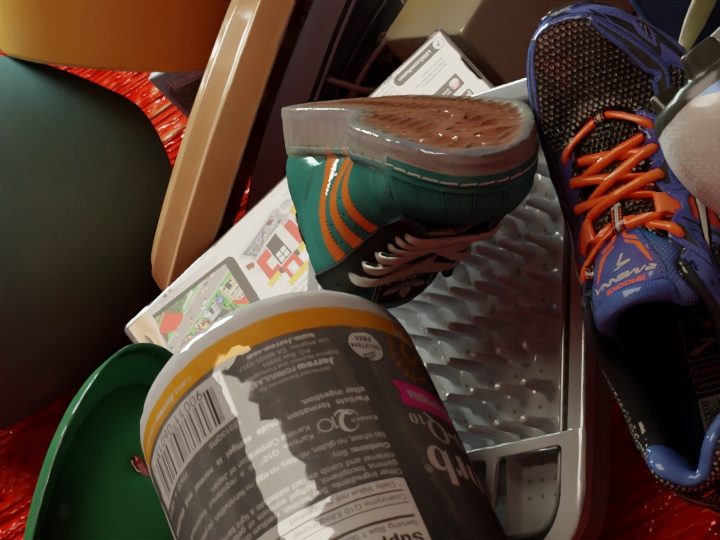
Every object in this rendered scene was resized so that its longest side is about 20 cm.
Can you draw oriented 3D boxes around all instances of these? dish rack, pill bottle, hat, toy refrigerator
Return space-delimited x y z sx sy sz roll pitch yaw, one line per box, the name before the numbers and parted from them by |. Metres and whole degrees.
dish rack | 0.044 0.032 1.102 0.171 0.043 0.201 -15 68 49
pill bottle | -0.002 0.114 1.006 0.116 0.116 0.201 -38 50 15
hat | -0.029 0.140 1.110 0.175 0.166 0.201 8 83 22
toy refrigerator | 0.099 -0.164 1.322 0.070 0.076 0.201 2 54 54

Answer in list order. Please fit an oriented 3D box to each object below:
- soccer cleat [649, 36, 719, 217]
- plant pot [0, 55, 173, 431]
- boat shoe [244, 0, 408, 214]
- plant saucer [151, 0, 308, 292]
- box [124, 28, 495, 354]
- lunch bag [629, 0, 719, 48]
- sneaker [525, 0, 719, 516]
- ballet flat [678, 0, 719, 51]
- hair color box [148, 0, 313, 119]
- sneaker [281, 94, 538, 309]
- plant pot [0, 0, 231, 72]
soccer cleat | 0.193 -0.074 0.979 0.200 0.087 0.070 -34 -9 -22
plant pot | -0.171 -0.027 1.422 0.134 0.201 0.200 -18 19 -24
boat shoe | 0.000 -0.099 1.370 0.074 0.068 0.200 -42 -26 -86
plant saucer | -0.062 -0.073 1.323 0.200 0.032 0.201 -161 90 -90
box | 0.000 0.000 1.224 0.200 0.035 0.110 -43 63 5
lunch bag | 0.141 -0.199 1.178 0.136 0.200 0.133 -34 31 10
sneaker | 0.109 -0.006 0.983 0.075 0.201 0.078 -27 -12 25
ballet flat | 0.185 -0.131 1.118 0.200 0.064 0.067 -53 -21 24
hair color box | -0.039 -0.173 1.535 0.099 0.061 0.201 -21 37 38
sneaker | 0.021 -0.024 1.042 0.071 0.080 0.200 -8 8 -15
plant pot | -0.120 -0.200 1.402 0.200 0.199 0.185 24 113 61
